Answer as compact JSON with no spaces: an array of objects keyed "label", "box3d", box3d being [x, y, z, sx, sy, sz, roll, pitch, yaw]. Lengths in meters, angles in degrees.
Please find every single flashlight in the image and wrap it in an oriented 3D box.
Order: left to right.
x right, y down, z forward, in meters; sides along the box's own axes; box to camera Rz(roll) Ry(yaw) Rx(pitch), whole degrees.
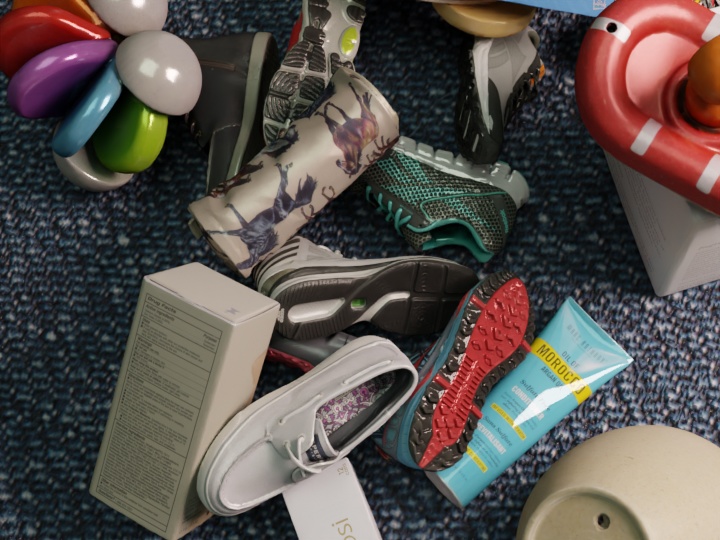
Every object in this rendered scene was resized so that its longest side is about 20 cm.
[{"label":"flashlight","box3d":[-0.078,0.072,1.015,0.198,0.068,0.068,21,71,7]}]

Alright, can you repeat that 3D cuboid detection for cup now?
[{"label":"cup","box3d":[0.194,0.212,0.859,0.199,0.143,0.203,-7,76,31]}]

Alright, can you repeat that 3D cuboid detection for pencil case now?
[{"label":"pencil case","box3d":[-0.059,-0.083,0.983,0.200,0.078,0.089,-42,33,-1]}]

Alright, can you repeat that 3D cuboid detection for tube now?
[{"label":"tube","box3d":[0.139,0.116,0.990,0.200,0.050,0.078,-43,85,-13]}]

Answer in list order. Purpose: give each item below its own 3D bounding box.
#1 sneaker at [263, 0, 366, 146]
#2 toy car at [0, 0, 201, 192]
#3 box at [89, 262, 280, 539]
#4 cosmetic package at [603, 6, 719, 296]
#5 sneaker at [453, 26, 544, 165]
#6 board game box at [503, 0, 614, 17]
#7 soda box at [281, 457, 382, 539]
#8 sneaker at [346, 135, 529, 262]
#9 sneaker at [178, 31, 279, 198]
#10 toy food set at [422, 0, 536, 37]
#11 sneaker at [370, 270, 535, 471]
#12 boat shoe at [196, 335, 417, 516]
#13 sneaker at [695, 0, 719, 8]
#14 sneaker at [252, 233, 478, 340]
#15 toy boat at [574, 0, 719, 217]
[{"label":"sneaker","box3d":[-0.042,-0.182,1.077,0.076,0.085,0.202,21,67,-9]},{"label":"toy car","box3d":[-0.251,-0.178,1.036,0.175,0.149,0.201,-38,68,34]},{"label":"box","box3d":[-0.145,0.105,0.946,0.094,0.078,0.202,26,110,19]},{"label":"cosmetic package","box3d":[0.309,-0.102,0.958,0.163,0.200,0.166,-16,72,0]},{"label":"sneaker","box3d":[0.127,-0.169,1.035,0.078,0.074,0.201,12,45,-1]},{"label":"board game box","box3d":[0.138,-0.305,1.021,0.198,0.056,0.197,12,40,10]},{"label":"soda box","box3d":[0.000,0.260,0.941,0.063,0.068,0.202,-22,72,-2]},{"label":"sneaker","box3d":[0.047,-0.063,1.032,0.198,0.078,0.092,12,67,11]},{"label":"sneaker","box3d":[-0.141,-0.129,1.084,0.105,0.075,0.202,2,67,13]},{"label":"toy food set","box3d":[0.079,-0.288,1.077,0.198,0.049,0.199,13,40,11]},{"label":"sneaker","box3d":[0.071,0.076,0.985,0.079,0.095,0.200,51,60,-24]},{"label":"boat shoe","box3d":[-0.038,0.130,0.917,0.199,0.068,0.072,-31,113,-15]},{"label":"sneaker","box3d":[0.309,-0.236,1.063,0.198,0.082,0.078,-23,72,-3]},{"label":"sneaker","box3d":[0.000,0.000,1.021,0.198,0.076,0.116,-3,30,-23]},{"label":"toy boat","box3d":[0.245,-0.125,0.798,0.199,0.131,0.131,31,80,15]}]
